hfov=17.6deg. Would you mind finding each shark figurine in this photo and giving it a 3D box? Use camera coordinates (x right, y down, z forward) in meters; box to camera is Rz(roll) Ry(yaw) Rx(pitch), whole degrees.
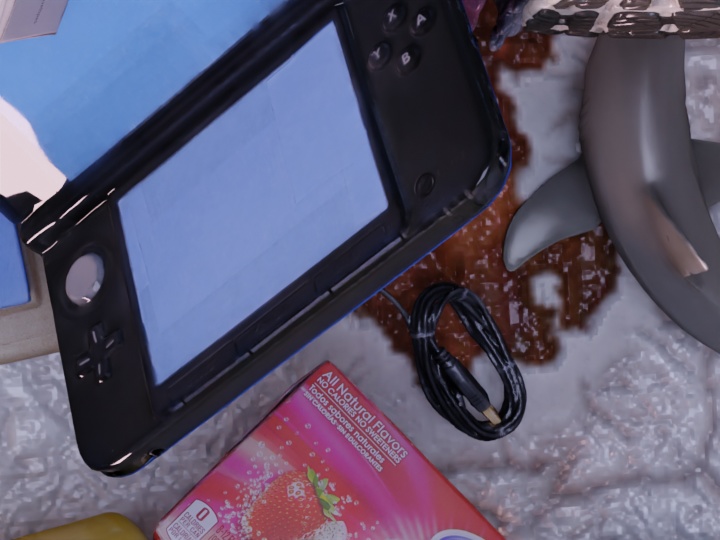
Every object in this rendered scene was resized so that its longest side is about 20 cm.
[{"bbox_3d":[0.146,-0.002,0.921,0.128,0.090,0.215,-44,98,1],"label":"shark figurine"}]

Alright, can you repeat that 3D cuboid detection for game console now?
[{"bbox_3d":[-0.072,-0.058,0.791,0.200,0.171,0.118,-38,138,26],"label":"game console"}]

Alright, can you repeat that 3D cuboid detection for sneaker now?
[{"bbox_3d":[0.098,-0.126,0.819,0.076,0.200,0.086,1,101,9],"label":"sneaker"}]

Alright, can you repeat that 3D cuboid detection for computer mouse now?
[{"bbox_3d":[0.000,0.000,0.907,0.200,0.034,0.059,41,73,-25],"label":"computer mouse"}]

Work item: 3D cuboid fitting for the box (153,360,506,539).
[{"bbox_3d":[0.020,0.142,0.885,0.095,0.100,0.200,-43,84,-13],"label":"box"}]

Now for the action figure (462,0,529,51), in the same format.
[{"bbox_3d":[-0.012,-0.172,0.859,0.199,0.149,0.134,31,122,8],"label":"action figure"}]

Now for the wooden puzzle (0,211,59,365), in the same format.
[{"bbox_3d":[-0.120,-0.060,0.901,0.199,0.046,0.187,-11,98,-5],"label":"wooden puzzle"}]

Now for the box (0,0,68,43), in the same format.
[{"bbox_3d":[-0.133,-0.199,0.764,0.155,0.041,0.201,33,113,19],"label":"box"}]

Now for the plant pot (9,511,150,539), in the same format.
[{"bbox_3d":[-0.147,0.187,0.865,0.188,0.201,0.202,-27,100,-19],"label":"plant pot"}]
